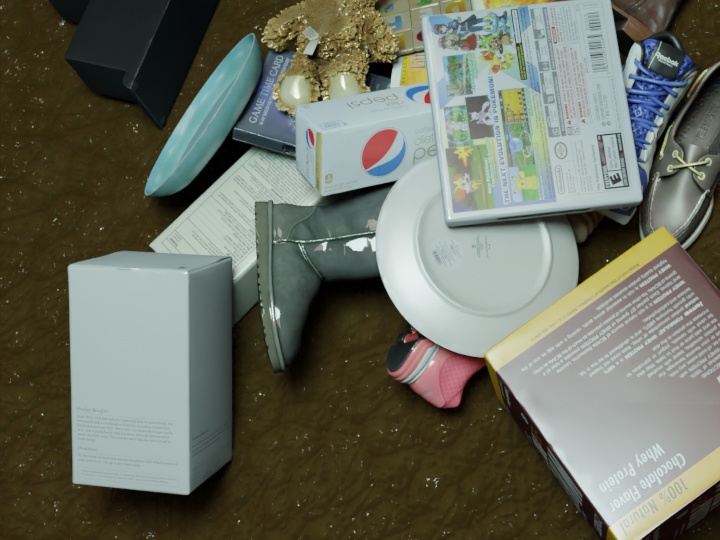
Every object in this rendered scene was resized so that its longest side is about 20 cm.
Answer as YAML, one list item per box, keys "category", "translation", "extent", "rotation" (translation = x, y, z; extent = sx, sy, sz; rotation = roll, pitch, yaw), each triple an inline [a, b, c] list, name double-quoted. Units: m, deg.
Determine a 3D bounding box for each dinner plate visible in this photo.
- category: "dinner plate"
  translation: [0.111, -0.021, 1.067]
  extent: [0.197, 0.024, 0.203]
  rotation: [4, 70, -10]

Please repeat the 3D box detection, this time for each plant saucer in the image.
- category: "plant saucer"
  translation: [-0.159, -0.156, 1.210]
  extent: [0.027, 0.200, 0.202]
  rotation: [34, 75, -19]

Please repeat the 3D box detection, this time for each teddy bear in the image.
- category: "teddy bear"
  translation: [-0.029, -0.234, 1.195]
  extent: [0.143, 0.067, 0.202]
  rotation: [-20, 53, 11]

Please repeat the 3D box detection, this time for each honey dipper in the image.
- category: "honey dipper"
  translation: [0.170, -0.003, 1.104]
  extent: [0.038, 0.038, 0.200]
  rotation: [31, 63, 22]

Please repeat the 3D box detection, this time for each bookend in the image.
- category: "bookend"
  translation: [-0.286, -0.288, 1.324]
  extent: [0.196, 0.092, 0.203]
  rotation: [14, 72, 19]

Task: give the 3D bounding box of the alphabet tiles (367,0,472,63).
- category: "alphabet tiles"
  translation: [0.036, -0.298, 1.269]
  extent: [0.164, 0.006, 0.202]
  rotation: [-11, 48, 9]

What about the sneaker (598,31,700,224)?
- category: "sneaker"
  translation: [0.263, -0.157, 1.111]
  extent: [0.080, 0.116, 0.201]
  rotation: [23, 63, 5]

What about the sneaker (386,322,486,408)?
- category: "sneaker"
  translation: [0.107, 0.047, 1.119]
  extent: [0.087, 0.074, 0.201]
  rotation: [44, 67, -13]

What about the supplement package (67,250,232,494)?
- category: "supplement package"
  translation: [-0.192, 0.090, 1.084]
  extent: [0.119, 0.120, 0.204]
  rotation: [3, 98, 14]

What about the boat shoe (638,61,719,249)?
- category: "boat shoe"
  translation: [0.323, -0.111, 1.129]
  extent: [0.071, 0.060, 0.202]
  rotation: [22, 74, 20]

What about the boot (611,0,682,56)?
- category: "boot"
  translation: [0.291, -0.349, 1.192]
  extent: [0.201, 0.186, 0.064]
  rotation: [-53, 29, -9]

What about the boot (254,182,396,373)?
- category: "boot"
  translation: [0.000, 0.000, 1.104]
  extent: [0.196, 0.073, 0.185]
  rotation: [-3, 78, -5]

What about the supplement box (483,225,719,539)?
- category: "supplement box"
  translation: [0.246, 0.116, 1.011]
  extent: [0.196, 0.133, 0.201]
  rotation: [-34, 64, -3]

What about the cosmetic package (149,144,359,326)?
- category: "cosmetic package"
  translation: [-0.105, -0.050, 1.193]
  extent: [0.200, 0.073, 0.103]
  rotation: [-44, 66, -7]

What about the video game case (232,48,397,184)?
- category: "video game case"
  translation: [-0.017, -0.159, 1.193]
  extent: [0.197, 0.019, 0.144]
  rotation: [15, 47, 2]

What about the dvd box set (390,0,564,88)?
- category: "dvd box set"
  translation: [0.134, -0.235, 1.218]
  extent: [0.196, 0.030, 0.148]
  rotation: [-2, 48, 12]

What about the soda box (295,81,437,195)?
- category: "soda box"
  translation: [0.037, -0.132, 1.114]
  extent: [0.197, 0.069, 0.064]
  rotation: [-14, 35, -23]

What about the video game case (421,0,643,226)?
- category: "video game case"
  translation: [0.155, -0.148, 1.070]
  extent: [0.179, 0.022, 0.203]
  rotation: [-6, 77, 0]
